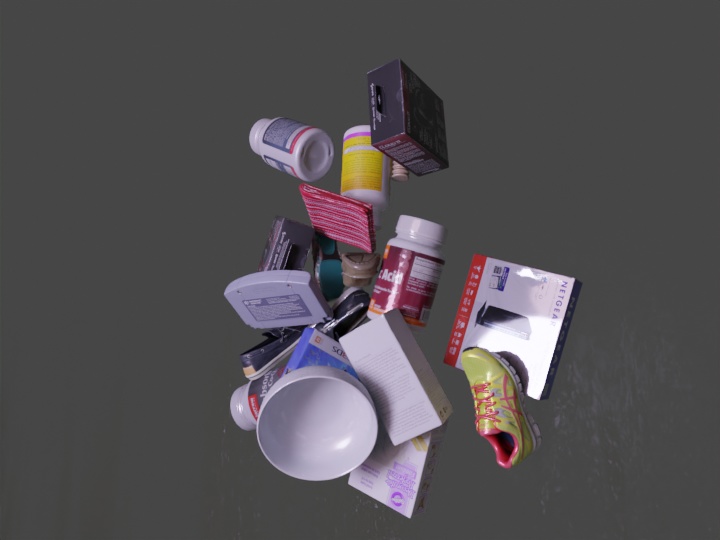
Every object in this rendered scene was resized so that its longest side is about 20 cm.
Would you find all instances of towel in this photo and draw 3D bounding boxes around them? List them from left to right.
[{"bbox_3d":[-0.040,-0.096,1.036,0.144,0.200,0.023,20,72,11],"label":"towel"}]

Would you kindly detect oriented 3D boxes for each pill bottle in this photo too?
[{"bbox_3d":[-0.162,0.256,1.080,0.199,0.116,0.117,-26,66,29],"label":"pill bottle"},{"bbox_3d":[-0.166,-0.291,1.241,0.199,0.119,0.120,28,98,37],"label":"pill bottle"},{"bbox_3d":[0.012,-0.187,1.096,0.104,0.104,0.202,-4,78,36],"label":"pill bottle"},{"bbox_3d":[0.091,0.007,0.990,0.114,0.114,0.201,16,90,38],"label":"pill bottle"}]

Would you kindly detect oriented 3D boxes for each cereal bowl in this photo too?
[{"bbox_3d":[-0.070,0.242,0.884,0.200,0.199,0.083,-53,14,16],"label":"cereal bowl"}]

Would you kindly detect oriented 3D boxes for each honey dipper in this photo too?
[{"bbox_3d":[0.085,-0.285,1.105,0.038,0.038,0.202,-7,75,35],"label":"honey dipper"}]

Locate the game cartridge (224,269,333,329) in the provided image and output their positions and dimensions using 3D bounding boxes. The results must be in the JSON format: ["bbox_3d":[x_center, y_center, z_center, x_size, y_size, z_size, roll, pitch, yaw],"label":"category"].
[{"bbox_3d":[-0.166,0.058,1.064,0.199,0.133,0.041,-7,46,23],"label":"game cartridge"}]

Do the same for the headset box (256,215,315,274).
[{"bbox_3d":[-0.164,-0.037,1.153,0.200,0.075,0.150,-150,79,-74],"label":"headset box"}]

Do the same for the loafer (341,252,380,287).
[{"bbox_3d":[0.000,0.000,1.042,0.075,0.200,0.068,-3,95,-3],"label":"loafer"}]

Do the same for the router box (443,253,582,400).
[{"bbox_3d":[0.252,0.089,0.894,0.179,0.049,0.201,16,90,38],"label":"router box"}]

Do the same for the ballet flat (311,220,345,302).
[{"bbox_3d":[-0.075,-0.021,1.163,0.071,0.072,0.201,-18,68,33],"label":"ballet flat"}]

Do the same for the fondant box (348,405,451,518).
[{"bbox_3d":[0.071,0.321,0.976,0.144,0.058,0.201,13,89,37],"label":"fondant box"}]

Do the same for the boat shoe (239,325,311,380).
[{"bbox_3d":[-0.173,0.147,1.122,0.074,0.200,0.062,-18,107,52],"label":"boat shoe"}]

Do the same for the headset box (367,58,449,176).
[{"bbox_3d":[0.087,-0.284,1.000,0.077,0.199,0.150,-12,74,33],"label":"headset box"}]

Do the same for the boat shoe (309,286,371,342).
[{"bbox_3d":[-0.051,0.121,1.097,0.200,0.075,0.060,-52,52,16],"label":"boat shoe"}]

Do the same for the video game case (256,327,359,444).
[{"bbox_3d":[-0.066,0.236,0.984,0.045,0.181,0.201,-4,56,59],"label":"video game case"}]

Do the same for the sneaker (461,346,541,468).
[{"bbox_3d":[0.209,0.214,0.827,0.078,0.090,0.201,-31,88,50],"label":"sneaker"}]

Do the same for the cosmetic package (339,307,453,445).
[{"bbox_3d":[0.060,0.177,0.900,0.101,0.071,0.201,-32,82,26],"label":"cosmetic package"}]
